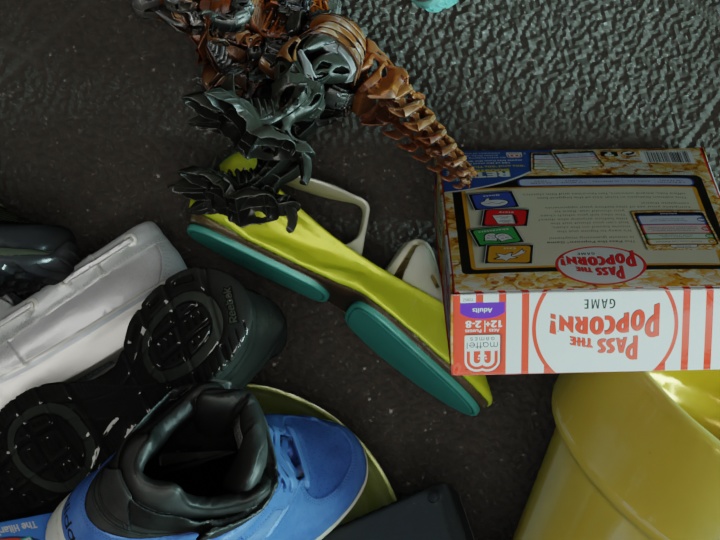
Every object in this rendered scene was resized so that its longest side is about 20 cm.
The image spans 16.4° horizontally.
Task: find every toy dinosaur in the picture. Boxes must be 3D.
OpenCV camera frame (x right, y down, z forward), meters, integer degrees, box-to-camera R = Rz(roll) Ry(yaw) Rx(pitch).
[{"bbox_3d":[-0.035,-0.100,1.314,0.199,0.136,0.102,16,143,27],"label":"toy dinosaur"}]

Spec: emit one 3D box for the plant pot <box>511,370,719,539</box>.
[{"bbox_3d":[0.168,0.140,1.326,0.200,0.201,0.189,30,112,-5],"label":"plant pot"}]

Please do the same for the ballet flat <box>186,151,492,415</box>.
[{"bbox_3d":[0.000,0.000,1.363,0.199,0.067,0.067,33,76,-3],"label":"ballet flat"}]

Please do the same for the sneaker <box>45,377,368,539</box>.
[{"bbox_3d":[-0.056,0.101,1.278,0.199,0.111,0.077,-10,66,-38],"label":"sneaker"}]

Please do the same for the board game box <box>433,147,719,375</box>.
[{"bbox_3d":[0.116,-0.009,1.288,0.150,0.200,0.047,-1,113,0],"label":"board game box"}]

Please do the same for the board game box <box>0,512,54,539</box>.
[{"bbox_3d":[-0.219,0.188,1.291,0.152,0.199,0.045,-52,56,43],"label":"board game box"}]

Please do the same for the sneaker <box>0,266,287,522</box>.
[{"bbox_3d":[-0.117,0.078,1.332,0.200,0.091,0.076,-35,69,19],"label":"sneaker"}]

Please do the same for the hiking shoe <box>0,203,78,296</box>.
[{"bbox_3d":[-0.241,-0.049,1.334,0.199,0.076,0.101,13,80,8],"label":"hiking shoe"}]

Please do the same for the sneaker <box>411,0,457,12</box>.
[{"bbox_3d":[0.054,-0.239,1.329,0.091,0.078,0.201,21,95,12],"label":"sneaker"}]

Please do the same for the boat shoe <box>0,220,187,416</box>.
[{"bbox_3d":[-0.184,0.040,1.365,0.199,0.072,0.069,-31,77,10],"label":"boat shoe"}]

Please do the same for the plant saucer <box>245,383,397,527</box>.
[{"bbox_3d":[-0.073,0.158,1.399,0.199,0.031,0.201,0,99,0],"label":"plant saucer"}]

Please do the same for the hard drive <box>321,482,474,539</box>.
[{"bbox_3d":[0.015,0.226,1.313,0.139,0.033,0.201,-25,59,11],"label":"hard drive"}]
